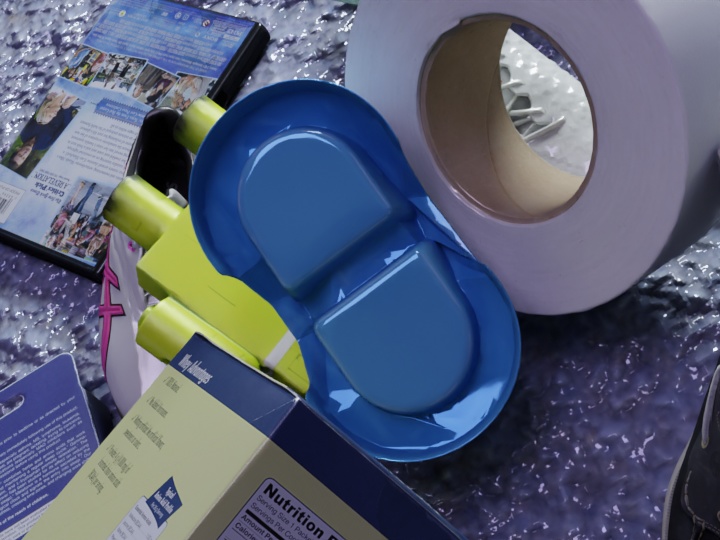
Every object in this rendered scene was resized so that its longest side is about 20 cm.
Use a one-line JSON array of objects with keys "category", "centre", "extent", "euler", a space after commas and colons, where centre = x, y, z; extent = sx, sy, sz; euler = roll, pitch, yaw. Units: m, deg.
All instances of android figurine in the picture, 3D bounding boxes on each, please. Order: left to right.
[{"category": "android figurine", "centre": [-0.034, -0.006, 0.898], "extent": [0.200, 0.041, 0.182], "euler": [37, 71, 11]}]

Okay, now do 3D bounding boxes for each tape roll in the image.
[{"category": "tape roll", "centre": [0.090, -0.084, 0.825], "extent": [0.202, 0.203, 0.071], "euler": [16, 30, 37]}]

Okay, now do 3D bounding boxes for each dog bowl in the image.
[{"category": "dog bowl", "centre": [0.000, 0.000, 0.831], "extent": [0.111, 0.050, 0.200], "euler": [-36, 83, 8]}]

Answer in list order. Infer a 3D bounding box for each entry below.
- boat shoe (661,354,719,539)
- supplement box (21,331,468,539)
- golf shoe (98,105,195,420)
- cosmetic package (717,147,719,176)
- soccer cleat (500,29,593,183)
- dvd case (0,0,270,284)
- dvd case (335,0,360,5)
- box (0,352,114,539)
[{"category": "boat shoe", "centre": [0.166, 0.090, 0.701], "extent": [0.071, 0.068, 0.201], "euler": [13, 101, 12]}, {"category": "supplement box", "centre": [-0.069, 0.157, 0.750], "extent": [0.200, 0.134, 0.200], "euler": [-50, 18, -7]}, {"category": "golf shoe", "centre": [-0.117, 0.000, 0.955], "extent": [0.072, 0.092, 0.201], "euler": [-5, 57, 1]}, {"category": "cosmetic package", "centre": [0.272, -0.028, 0.745], "extent": [0.199, 0.104, 0.073], "euler": [-16, 54, 23]}, {"category": "soccer cleat", "centre": [0.072, -0.102, 0.922], "extent": [0.069, 0.085, 0.200], "euler": [-45, 48, -4]}, {"category": "dvd case", "centre": [-0.161, -0.093, 1.099], "extent": [0.142, 0.018, 0.200], "euler": [20, 71, 37]}, {"category": "dvd case", "centre": [0.042, -0.218, 0.994], "extent": [0.200, 0.022, 0.146], "euler": [-34, 30, -22]}, {"category": "box", "centre": [-0.182, 0.151, 0.940], "extent": [0.121, 0.032, 0.200], "euler": [-32, 51, 8]}]
